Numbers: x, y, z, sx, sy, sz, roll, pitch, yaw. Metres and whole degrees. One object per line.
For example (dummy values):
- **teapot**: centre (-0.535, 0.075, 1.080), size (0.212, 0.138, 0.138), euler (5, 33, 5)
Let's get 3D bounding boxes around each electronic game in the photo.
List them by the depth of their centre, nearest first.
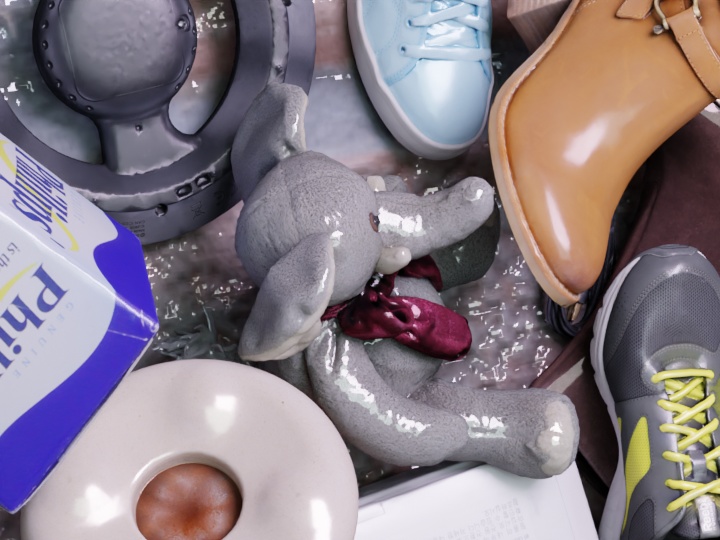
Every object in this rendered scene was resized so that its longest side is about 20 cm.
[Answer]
- **electronic game**: centre (-0.117, -0.111, 1.260), size (0.199, 0.042, 0.201), euler (-2, 96, -18)

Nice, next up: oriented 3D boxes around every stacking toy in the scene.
- **stacking toy**: centre (-0.068, 0.146, 1.199), size (0.145, 0.200, 0.147), euler (-2, 56, 3)

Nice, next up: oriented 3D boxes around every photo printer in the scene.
- **photo printer**: centre (0.052, 0.193, 1.285), size (0.166, 0.069, 0.201), euler (-19, 93, -20)

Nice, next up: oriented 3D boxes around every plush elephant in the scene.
- **plush elephant**: centre (0.000, 0.000, 1.225), size (0.199, 0.155, 0.165), euler (-4, 55, -8)

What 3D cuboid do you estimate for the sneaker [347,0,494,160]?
- **sneaker**: centre (0.036, -0.157, 1.300), size (0.074, 0.082, 0.201), euler (-6, 88, -19)

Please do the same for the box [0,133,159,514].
- **box**: centre (-0.196, -0.014, 1.141), size (0.200, 0.184, 0.105), euler (38, 95, -13)

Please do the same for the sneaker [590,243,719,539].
- **sneaker**: centre (0.160, 0.087, 1.277), size (0.074, 0.085, 0.201), euler (-8, 109, -15)

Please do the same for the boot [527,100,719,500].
- **boot**: centre (0.147, 0.007, 1.318), size (0.166, 0.072, 0.200), euler (-41, 115, -14)

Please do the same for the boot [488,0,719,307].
- **boot**: centre (0.146, -0.084, 1.232), size (0.077, 0.155, 0.201), euler (52, 35, -42)

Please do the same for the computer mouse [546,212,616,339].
- **computer mouse**: centre (0.136, -0.060, 1.359), size (0.059, 0.034, 0.201), euler (32, 80, -43)
